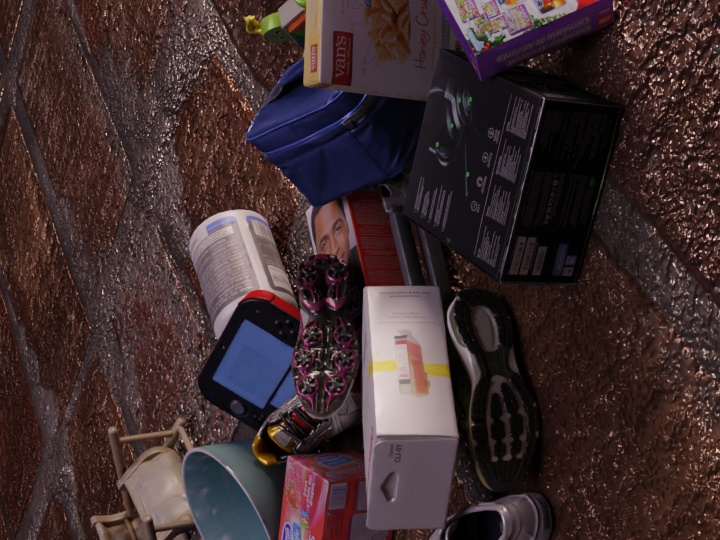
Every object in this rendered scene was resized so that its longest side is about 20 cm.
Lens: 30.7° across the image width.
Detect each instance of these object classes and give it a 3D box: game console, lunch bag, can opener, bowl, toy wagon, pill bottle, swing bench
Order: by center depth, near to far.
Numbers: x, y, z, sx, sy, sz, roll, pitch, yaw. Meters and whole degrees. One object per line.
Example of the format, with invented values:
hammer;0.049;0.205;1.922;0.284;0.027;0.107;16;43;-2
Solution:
toy wagon;-0.028;-0.277;1.420;0.197;0.155;0.040;-14;79;11
lunch bag;-0.022;-0.174;1.421;0.199;0.132;0.137;-20;36;45
can opener;0.057;-0.047;1.437;0.067;0.053;0.203;83;175;-69
game console;-0.095;0.127;1.578;0.201;0.176;0.031;-57;-2;41
bowl;-0.123;0.289;1.617;0.200;0.104;0.203;34;137;39
pill bottle;-0.145;0.031;1.691;0.114;0.112;0.202;-57;43;40
swing bench;-0.300;0.361;1.925;0.199;0.128;0.202;54;138;45

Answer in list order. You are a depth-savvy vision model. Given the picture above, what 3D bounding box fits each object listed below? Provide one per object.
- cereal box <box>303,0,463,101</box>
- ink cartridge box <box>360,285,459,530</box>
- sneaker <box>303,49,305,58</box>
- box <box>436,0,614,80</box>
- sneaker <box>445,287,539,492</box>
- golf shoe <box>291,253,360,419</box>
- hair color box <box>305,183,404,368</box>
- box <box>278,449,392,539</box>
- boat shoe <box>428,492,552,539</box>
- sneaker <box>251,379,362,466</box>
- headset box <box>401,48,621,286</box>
cereal box;0.037;-0.248;1.320;0.039;0.198;0.146;2;90;57
ink cartridge box;0.045;0.136;1.306;0.202;0.082;0.146;-93;4;-47
sneaker;-0.026;-0.204;1.565;0.091;0.077;0.202;38;126;36
box;0.134;-0.282;1.230;0.039;0.135;0.202;66;-179;-55
sneaker;0.121;0.124;1.301;0.089;0.076;0.203;124;143;-60
golf shoe;-0.034;0.083;1.411;0.093;0.071;0.202;87;-176;-48
hair color box;0.000;0.000;1.502;0.101;0.060;0.203;-44;51;50
box;-0.030;0.316;1.497;0.094;0.101;0.203;20;107;55
boat shoe;0.107;0.265;1.305;0.200;0.065;0.074;-46;51;48
sneaker;-0.058;0.174;1.504;0.078;0.082;0.200;49;138;5
headset box;0.134;-0.103;1.254;0.200;0.092;0.177;37;120;54
